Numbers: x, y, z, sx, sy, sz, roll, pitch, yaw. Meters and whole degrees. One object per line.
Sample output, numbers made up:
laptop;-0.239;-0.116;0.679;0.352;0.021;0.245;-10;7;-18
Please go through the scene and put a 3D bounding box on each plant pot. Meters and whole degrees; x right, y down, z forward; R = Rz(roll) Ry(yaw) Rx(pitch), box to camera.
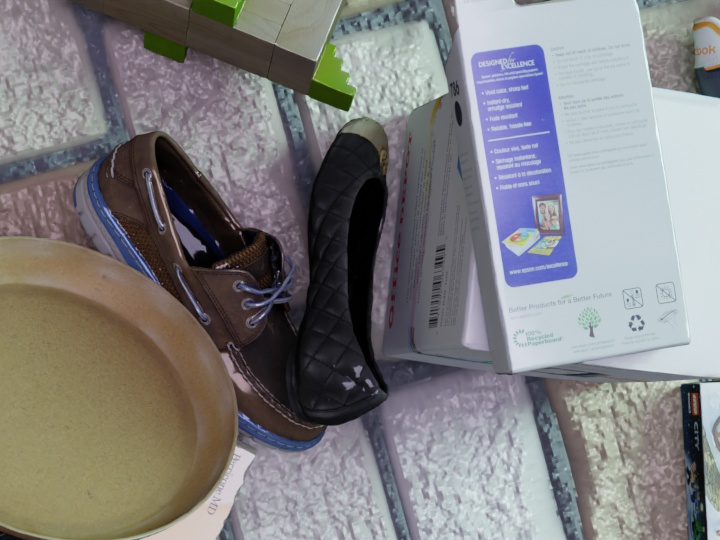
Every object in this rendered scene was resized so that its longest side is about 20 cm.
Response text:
plant pot;-0.161;0.067;1.370;0.199;0.028;0.201;15;44;-15

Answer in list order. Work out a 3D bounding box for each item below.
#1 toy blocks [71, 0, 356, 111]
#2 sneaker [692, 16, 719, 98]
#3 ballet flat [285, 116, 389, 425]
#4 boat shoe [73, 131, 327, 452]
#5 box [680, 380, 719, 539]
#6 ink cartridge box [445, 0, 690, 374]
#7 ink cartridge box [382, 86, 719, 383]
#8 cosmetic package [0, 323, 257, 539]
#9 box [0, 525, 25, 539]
toy blocks;-0.072;-0.193;1.475;0.199;0.100;0.137;22;70;1
sneaker;0.289;-0.146;1.538;0.199;0.078;0.080;-21;95;-10
ballet flat;0.000;0.000;1.456;0.056;0.067;0.201;-7;54;21
boat shoe;-0.077;0.012;1.453;0.200;0.072;0.072;50;40;-5
box;0.262;0.162;1.537;0.135;0.038;0.202;-3;88;-10
ink cartridge box;0.101;-0.054;1.315;0.099;0.039;0.202;-8;90;-12
ink cartridge box;0.107;-0.019;1.436;0.145;0.200;0.148;7;86;-11
cosmetic package;-0.168;0.101;1.445;0.199;0.071;0.106;25;83;-8
box;-0.231;0.242;1.373;0.199;0.104;0.183;-17;90;17
